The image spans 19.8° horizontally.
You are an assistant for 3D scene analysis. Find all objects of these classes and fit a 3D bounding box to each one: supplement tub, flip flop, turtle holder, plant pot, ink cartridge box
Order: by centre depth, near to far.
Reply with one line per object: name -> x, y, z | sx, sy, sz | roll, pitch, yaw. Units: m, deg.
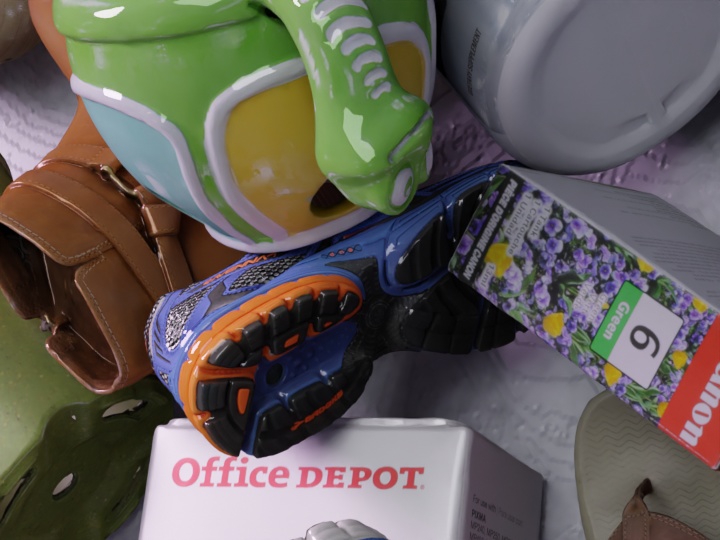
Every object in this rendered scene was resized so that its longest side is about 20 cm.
ink cartridge box -> 0.137, 0.034, 0.738 | 0.200, 0.109, 0.051 | 38, 109, 34
flip flop -> 0.116, 0.132, 0.747 | 0.081, 0.058, 0.201 | -14, 65, 25
turtle holder -> -0.026, -0.080, 0.764 | 0.185, 0.141, 0.132 | 2, 116, 39
ink cartridge box -> -0.015, 0.164, 0.795 | 0.144, 0.084, 0.201 | -3, 71, 28
supplement tub -> 0.059, -0.142, 0.840 | 0.123, 0.122, 0.200 | -44, 49, 9
plant pot -> -0.184, 0.040, 0.897 | 0.190, 0.200, 0.200 | 41, 94, 22

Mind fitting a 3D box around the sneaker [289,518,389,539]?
sneaker -> -0.026, 0.187, 0.696 | 0.089, 0.078, 0.201 | 27, 87, 35

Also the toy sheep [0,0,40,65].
toy sheep -> -0.224, -0.164, 1.012 | 0.200, 0.138, 0.138 | 39, 93, 28

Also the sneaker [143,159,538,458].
sneaker -> 0.000, 0.000, 0.806 | 0.078, 0.199, 0.076 | 28, 130, 45

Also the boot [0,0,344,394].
boot -> -0.108, -0.047, 0.860 | 0.200, 0.154, 0.074 | 44, 134, 15
